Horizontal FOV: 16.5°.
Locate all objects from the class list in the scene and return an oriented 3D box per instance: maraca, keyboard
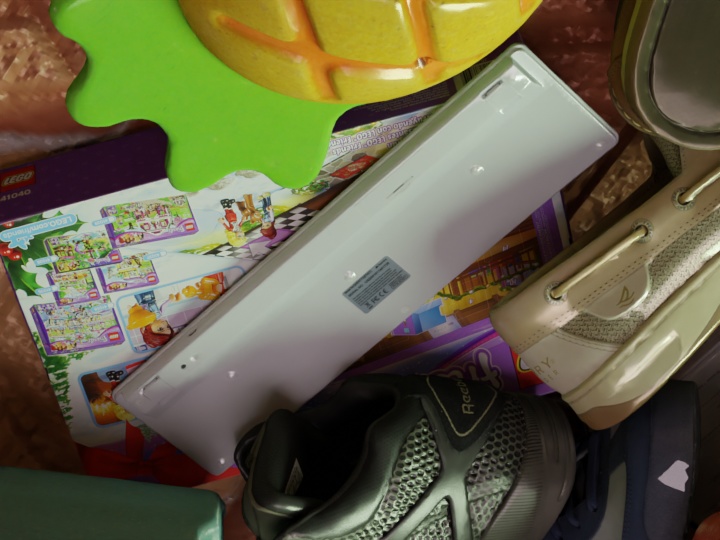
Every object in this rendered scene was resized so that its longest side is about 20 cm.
[{"bbox_3d":[-0.010,-0.103,0.796,0.137,0.107,0.200,36,113,-29],"label":"maraca"},{"bbox_3d":[0.000,0.000,0.881,0.200,0.011,0.056,-40,126,19],"label":"keyboard"}]

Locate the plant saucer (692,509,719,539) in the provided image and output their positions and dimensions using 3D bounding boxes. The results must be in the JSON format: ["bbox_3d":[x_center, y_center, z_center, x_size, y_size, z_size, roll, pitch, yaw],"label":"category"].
[{"bbox_3d":[0.170,0.139,0.924,0.199,0.037,0.201,-24,130,-43],"label":"plant saucer"}]

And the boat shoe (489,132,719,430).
[{"bbox_3d":[0.128,-0.037,0.870,0.065,0.072,0.200,43,89,-2],"label":"boat shoe"}]

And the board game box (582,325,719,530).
[{"bbox_3d":[0.199,0.032,0.963,0.126,0.035,0.200,36,113,-27],"label":"board game box"}]

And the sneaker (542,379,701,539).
[{"bbox_3d":[0.075,0.103,0.944,0.082,0.070,0.200,12,143,-2],"label":"sneaker"}]

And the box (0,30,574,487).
[{"bbox_3d":[-0.021,0.003,0.908,0.199,0.039,0.137,-15,125,1],"label":"box"}]

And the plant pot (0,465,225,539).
[{"bbox_3d":[-0.147,0.150,0.880,0.195,0.201,0.201,2,124,-2],"label":"plant pot"}]

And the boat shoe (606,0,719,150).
[{"bbox_3d":[0.131,-0.140,0.818,0.072,0.068,0.201,25,97,-12],"label":"boat shoe"}]

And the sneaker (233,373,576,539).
[{"bbox_3d":[-0.014,0.118,0.917,0.114,0.076,0.200,18,116,-24],"label":"sneaker"}]
